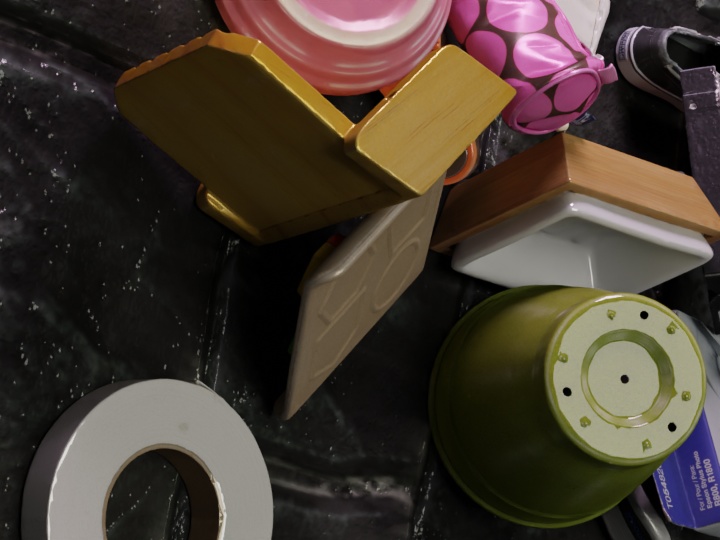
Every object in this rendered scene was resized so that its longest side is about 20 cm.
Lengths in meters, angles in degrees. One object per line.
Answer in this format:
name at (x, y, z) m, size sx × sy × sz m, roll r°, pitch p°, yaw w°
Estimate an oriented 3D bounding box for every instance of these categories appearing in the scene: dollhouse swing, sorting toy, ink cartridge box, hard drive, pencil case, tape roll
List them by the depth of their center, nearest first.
tape roll at (-0.149, 0.176, 1.536) m, size 0.203 × 0.037 × 0.203 m, roll 5°, pitch 83°, yaw -42°
dollhouse swing at (-0.040, -0.129, 1.554) m, size 0.176 × 0.200 × 0.182 m, roll 53°, pitch 55°, yaw -15°
sorting toy at (0.000, 0.000, 1.605) m, size 0.036 × 0.200 × 0.185 m, roll 35°, pitch 55°, yaw 12°
pencil case at (0.118, -0.203, 1.710) m, size 0.200 × 0.094 × 0.091 m, roll 62°, pitch 9°, yaw 26°
ink cartridge box at (0.303, 0.137, 1.872) m, size 0.200 × 0.041 × 0.200 m, roll 20°, pitch 50°, yaw -51°
hard drive at (0.313, -0.061, 1.895) m, size 0.140 × 0.038 × 0.200 m, roll 62°, pitch 22°, yaw -63°

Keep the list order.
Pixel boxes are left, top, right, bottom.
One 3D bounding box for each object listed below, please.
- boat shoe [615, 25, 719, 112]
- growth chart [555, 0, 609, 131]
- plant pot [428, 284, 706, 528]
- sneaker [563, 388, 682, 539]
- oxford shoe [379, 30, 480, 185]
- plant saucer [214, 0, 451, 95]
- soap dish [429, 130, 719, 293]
boat shoe at (0.322, -0.180, 1.966) m, size 0.199 × 0.068 × 0.074 m, roll 23°, pitch 72°, yaw -39°
growth chart at (0.163, -0.222, 1.861) m, size 0.145 × 0.018 × 0.200 m, roll 38°, pitch 63°, yaw -33°
plant pot at (0.174, 0.094, 1.681) m, size 0.200 × 0.193 × 0.201 m, roll 3°, pitch 79°, yaw -13°
sneaker at (0.235, 0.144, 1.869) m, size 0.112 × 0.073 × 0.200 m, roll -45°, pitch 121°, yaw -41°
oxford shoe at (0.044, -0.165, 1.732) m, size 0.073 × 0.071 × 0.200 m, roll -21°, pitch 95°, yaw -74°
plant saucer at (-0.016, -0.235, 1.638) m, size 0.200 × 0.051 × 0.201 m, roll 5°, pitch 78°, yaw -23°
soap dish at (0.179, -0.040, 1.777) m, size 0.200 × 0.157 × 0.081 m, roll 14°, pitch 61°, yaw -41°
